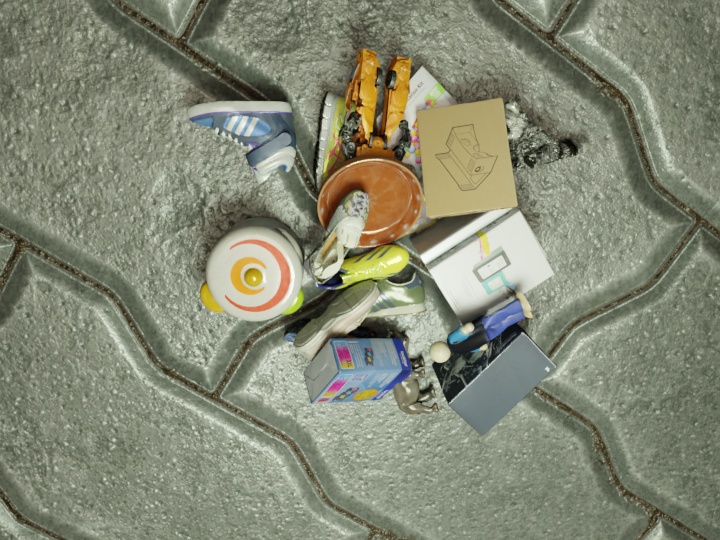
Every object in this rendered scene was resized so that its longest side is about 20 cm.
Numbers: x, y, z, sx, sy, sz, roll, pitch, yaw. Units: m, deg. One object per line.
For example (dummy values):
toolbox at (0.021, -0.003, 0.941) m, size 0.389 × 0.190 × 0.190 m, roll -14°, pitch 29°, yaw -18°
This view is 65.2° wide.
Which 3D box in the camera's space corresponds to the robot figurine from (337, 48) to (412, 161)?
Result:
robot figurine at (0.030, -0.283, 1.015) m, size 0.143 × 0.058 × 0.203 m, roll 3°, pitch 104°, yaw -23°

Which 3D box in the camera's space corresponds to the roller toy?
roller toy at (-0.201, -0.003, 1.084) m, size 0.196 × 0.140 × 0.186 m, roll 9°, pitch 104°, yaw -5°

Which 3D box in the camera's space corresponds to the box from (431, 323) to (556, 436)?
box at (0.261, 0.192, 1.139) m, size 0.104 × 0.182 × 0.200 m, roll 42°, pitch 98°, yaw -13°

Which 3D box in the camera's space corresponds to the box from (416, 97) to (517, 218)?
box at (0.191, -0.203, 1.022) m, size 0.161 × 0.021 × 0.204 m, roll -6°, pitch 82°, yaw 9°

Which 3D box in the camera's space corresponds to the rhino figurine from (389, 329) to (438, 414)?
rhino figurine at (0.097, 0.219, 1.200) m, size 0.086 × 0.060 × 0.203 m, roll -18°, pitch 102°, yaw 14°

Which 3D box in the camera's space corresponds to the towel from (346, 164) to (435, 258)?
towel at (0.038, -0.113, 1.106) m, size 0.197 × 0.023 × 0.145 m, roll -21°, pitch 122°, yaw 5°

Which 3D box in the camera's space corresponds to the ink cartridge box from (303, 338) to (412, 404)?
ink cartridge box at (0.006, 0.197, 1.112) m, size 0.197 × 0.077 × 0.137 m, roll 3°, pitch 142°, yaw -33°

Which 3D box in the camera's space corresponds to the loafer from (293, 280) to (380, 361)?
loafer at (-0.038, 0.100, 1.098) m, size 0.199 × 0.072 × 0.063 m, roll -38°, pitch 123°, yaw 3°

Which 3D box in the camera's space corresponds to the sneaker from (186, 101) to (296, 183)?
sneaker at (-0.218, -0.236, 1.051) m, size 0.196 × 0.081 × 0.149 m, roll -4°, pitch 101°, yaw -8°

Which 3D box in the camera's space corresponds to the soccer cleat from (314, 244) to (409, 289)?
soccer cleat at (0.000, 0.001, 1.099) m, size 0.197 × 0.084 × 0.066 m, roll -13°, pitch 106°, yaw 22°

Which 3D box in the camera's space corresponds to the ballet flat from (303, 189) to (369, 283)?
ballet flat at (-0.036, -0.051, 1.030) m, size 0.071 × 0.072 × 0.201 m, roll 30°, pitch 118°, yaw -10°

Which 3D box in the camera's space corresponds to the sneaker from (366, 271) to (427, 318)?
sneaker at (0.035, 0.048, 1.155) m, size 0.197 × 0.067 × 0.092 m, roll -5°, pitch 92°, yaw 2°

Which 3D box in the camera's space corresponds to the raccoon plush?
raccoon plush at (0.335, -0.270, 1.087) m, size 0.198 × 0.096 × 0.136 m, roll -19°, pitch 99°, yaw -29°

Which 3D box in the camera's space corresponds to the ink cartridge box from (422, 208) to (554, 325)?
ink cartridge box at (0.239, -0.016, 1.101) m, size 0.199 × 0.147 × 0.147 m, roll -33°, pitch 105°, yaw 5°

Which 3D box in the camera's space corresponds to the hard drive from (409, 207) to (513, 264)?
hard drive at (0.193, -0.090, 1.086) m, size 0.198 × 0.132 × 0.027 m, roll -32°, pitch 105°, yaw 5°

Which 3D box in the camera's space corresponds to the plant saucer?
plant saucer at (0.017, -0.128, 1.046) m, size 0.197 × 0.033 × 0.202 m, roll -4°, pitch 133°, yaw -4°

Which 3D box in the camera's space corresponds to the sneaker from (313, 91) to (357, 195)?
sneaker at (-0.041, -0.228, 1.068) m, size 0.089 × 0.078 × 0.203 m, roll 7°, pitch 106°, yaw -12°

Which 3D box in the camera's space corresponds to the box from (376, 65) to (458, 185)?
box at (0.134, -0.261, 1.086) m, size 0.200 × 0.041 × 0.156 m, roll 42°, pitch 99°, yaw -11°

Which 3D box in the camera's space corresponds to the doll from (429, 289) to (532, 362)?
doll at (0.218, 0.114, 1.034) m, size 0.198 × 0.049 × 0.137 m, roll -30°, pitch 148°, yaw 5°

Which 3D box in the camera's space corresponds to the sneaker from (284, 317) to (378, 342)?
sneaker at (-0.063, 0.155, 1.170) m, size 0.197 × 0.075 × 0.080 m, roll 11°, pitch 108°, yaw -4°
